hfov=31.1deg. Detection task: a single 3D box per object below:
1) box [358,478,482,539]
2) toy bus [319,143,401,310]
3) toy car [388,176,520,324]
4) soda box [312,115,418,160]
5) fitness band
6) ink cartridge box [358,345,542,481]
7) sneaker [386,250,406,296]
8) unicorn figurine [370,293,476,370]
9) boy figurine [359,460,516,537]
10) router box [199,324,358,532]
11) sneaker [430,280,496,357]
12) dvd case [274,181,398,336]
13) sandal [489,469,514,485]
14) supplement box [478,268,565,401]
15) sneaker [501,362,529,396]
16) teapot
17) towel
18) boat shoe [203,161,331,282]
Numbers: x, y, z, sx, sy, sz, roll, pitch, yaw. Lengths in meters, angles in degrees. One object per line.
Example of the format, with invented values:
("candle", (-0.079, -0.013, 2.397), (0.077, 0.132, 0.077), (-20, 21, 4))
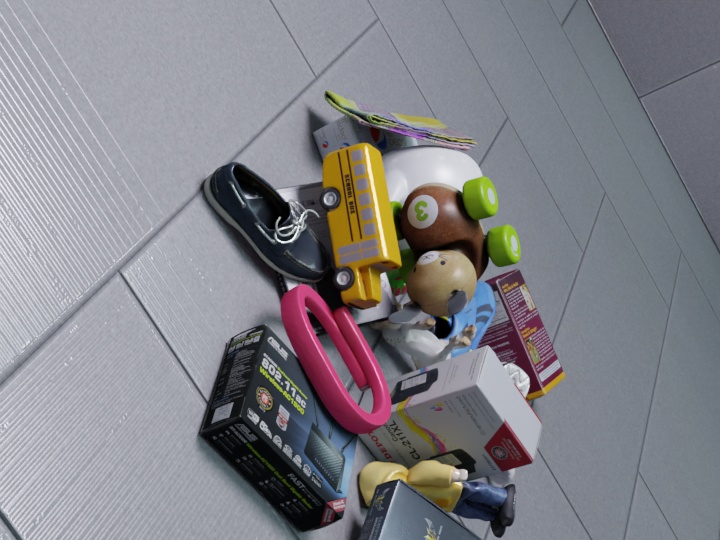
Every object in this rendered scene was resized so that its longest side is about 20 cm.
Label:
("box", (0.059, 0.376, 1.551), (0.158, 0.051, 0.200), (39, 50, -22))
("toy bus", (0.001, -0.055, 1.658), (0.065, 0.078, 0.200), (28, 49, -67))
("toy car", (0.100, -0.004, 1.686), (0.158, 0.164, 0.200), (60, 31, -29))
("soda box", (0.014, -0.190, 1.955), (0.200, 0.068, 0.064), (-4, 72, -60))
("fitness band", (-0.031, 0.107, 1.580), (0.200, 0.037, 0.144), (60, 21, 4))
("ink cartridge box", (0.113, 0.202, 1.690), (0.146, 0.200, 0.083), (54, 33, -22))
("sneaker", (0.000, 0.000, 1.804), (0.084, 0.077, 0.200), (40, 23, 28))
("unicorn figurine", (0.094, 0.112, 1.828), (0.200, 0.137, 0.074), (46, 41, -7))
("boy figurine", (0.098, 0.284, 1.653), (0.200, 0.124, 0.064), (14, 53, -12))
("router box", (-0.087, 0.184, 1.500), (0.200, 0.062, 0.150), (50, 31, -29))
("sneaker", (0.152, 0.069, 1.972), (0.078, 0.066, 0.200), (58, 40, -26))
("dvd case", (-0.045, -0.019, 1.695), (0.150, 0.025, 0.200), (-11, 77, -30))
("sandal", (0.210, 0.221, 1.969), (0.059, 0.079, 0.207), (-2, 79, -39))
("supplement box", (0.245, 0.110, 2.110), (0.110, 0.086, 0.200), (-23, 90, -62))
("sneaker", (0.153, 0.220, 1.884), (0.079, 0.130, 0.199), (34, 75, -17))
("teapot", (0.095, -0.080, 1.898), (0.200, 0.197, 0.146), (2, 64, -10))
("towel", (0.057, -0.217, 1.880), (0.200, 0.023, 0.144), (11, 15, -30))
("boat shoe", (-0.105, -0.062, 1.620), (0.200, 0.062, 0.075), (46, 49, -17))
